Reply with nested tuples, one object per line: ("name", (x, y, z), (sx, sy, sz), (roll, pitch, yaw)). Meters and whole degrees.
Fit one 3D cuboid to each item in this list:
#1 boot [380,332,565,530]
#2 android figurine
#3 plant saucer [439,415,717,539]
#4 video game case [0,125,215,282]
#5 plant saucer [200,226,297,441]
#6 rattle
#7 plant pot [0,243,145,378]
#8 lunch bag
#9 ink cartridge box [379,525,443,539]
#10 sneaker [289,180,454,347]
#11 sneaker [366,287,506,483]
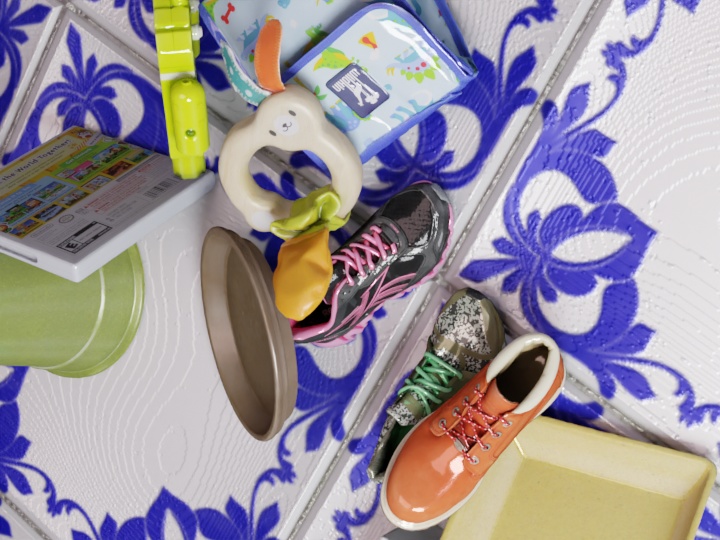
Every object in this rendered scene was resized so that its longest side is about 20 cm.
("boot", (0.089, 0.127, 1.197), (0.075, 0.107, 0.200), (42, 82, 10))
("android figurine", (-0.162, -0.188, 1.332), (0.041, 0.182, 0.200), (-4, 130, -6))
("plant saucer", (0.170, 0.227, 1.201), (0.200, 0.048, 0.200), (12, 64, 29))
("video game case", (-0.268, -0.068, 1.390), (0.182, 0.200, 0.023), (19, 129, 27))
("plant saucer", (-0.101, 0.056, 1.340), (0.200, 0.029, 0.200), (166, 90, -69))
("rattle", (-0.075, -0.084, 1.218), (0.130, 0.143, 0.200), (15, 138, 20))
("plant pot", (-0.348, 0.021, 1.444), (0.200, 0.190, 0.200), (4, 97, 30))
("lunch bag", (-0.015, -0.201, 1.274), (0.170, 0.127, 0.200), (-35, 88, 31))
("ink cartridge box", (0.050, 0.346, 1.303), (0.145, 0.083, 0.200), (33, 109, 22))
("sneaker", (0.000, 0.000, 1.296), (0.200, 0.095, 0.079), (-47, 70, 23))
("sneaker", (0.062, 0.110, 1.272), (0.077, 0.089, 0.200), (28, 107, 25))
